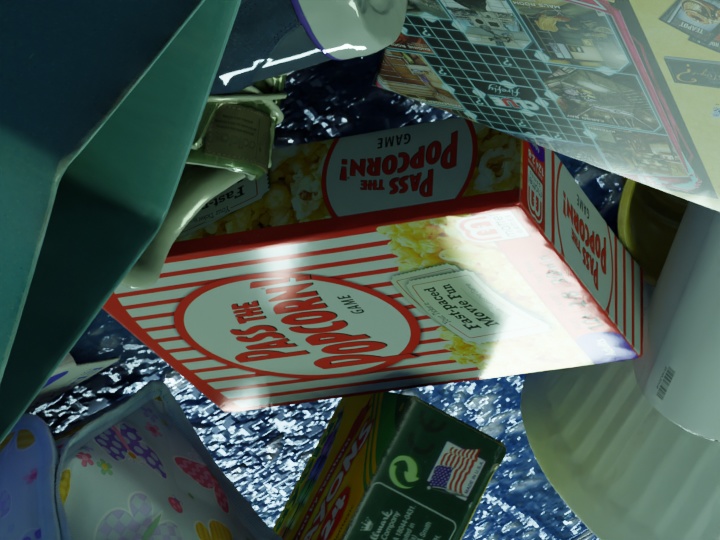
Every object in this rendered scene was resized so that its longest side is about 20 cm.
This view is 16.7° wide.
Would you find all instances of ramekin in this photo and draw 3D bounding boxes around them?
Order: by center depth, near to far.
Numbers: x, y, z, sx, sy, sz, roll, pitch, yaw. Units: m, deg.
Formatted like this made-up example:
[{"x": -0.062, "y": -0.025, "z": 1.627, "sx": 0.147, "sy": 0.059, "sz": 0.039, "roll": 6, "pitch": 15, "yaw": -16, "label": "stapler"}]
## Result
[{"x": 0.186, "y": 0.065, "z": 1.166, "sx": 0.200, "sy": 0.201, "sz": 0.098, "roll": 3, "pitch": 129, "yaw": -35, "label": "ramekin"}]

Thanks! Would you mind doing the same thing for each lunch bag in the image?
[{"x": -0.151, "y": 0.145, "z": 1.069, "sx": 0.170, "sy": 0.127, "sz": 0.200, "roll": -38, "pitch": 179, "yaw": 19, "label": "lunch bag"}]

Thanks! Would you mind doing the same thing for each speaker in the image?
[{"x": 0.171, "y": -0.020, "z": 0.992, "sx": 0.081, "sy": 0.081, "sz": 0.200, "roll": -10, "pitch": 143, "yaw": -21, "label": "speaker"}]

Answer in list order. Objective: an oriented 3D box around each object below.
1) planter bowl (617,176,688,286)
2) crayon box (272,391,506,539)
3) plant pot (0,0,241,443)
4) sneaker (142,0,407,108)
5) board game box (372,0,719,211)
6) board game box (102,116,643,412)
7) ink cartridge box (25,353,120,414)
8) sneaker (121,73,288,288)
[{"x": 0.186, "y": -0.082, "z": 1.063, "sx": 0.200, "sy": 0.084, "sz": 0.200, "roll": -17, "pitch": 145, "yaw": -13, "label": "planter bowl"}, {"x": -0.003, "y": 0.120, "z": 1.132, "sx": 0.051, "sy": 0.200, "sz": 0.127, "roll": 28, "pitch": 84, "yaw": -8, "label": "crayon box"}, {"x": -0.161, "y": -0.068, "z": 0.759, "sx": 0.200, "sy": 0.141, "sz": 0.141, "roll": 28, "pitch": 134, "yaw": 4, "label": "plant pot"}, {"x": -0.077, "y": -0.150, "z": 0.814, "sx": 0.146, "sy": 0.081, "sz": 0.200, "roll": -5, "pitch": 118, "yaw": 26, "label": "sneaker"}, {"x": 0.112, "y": -0.078, "z": 0.851, "sx": 0.200, "sy": 0.035, "sz": 0.136, "roll": 20, "pitch": 150, "yaw": 1, "label": "board game box"}, {"x": 0.000, "y": 0.000, "z": 1.020, "sx": 0.200, "sy": 0.046, "sz": 0.152, "roll": -9, "pitch": 151, "yaw": 23, "label": "board game box"}, {"x": -0.222, "y": 0.078, "z": 1.008, "sx": 0.198, "sy": 0.043, "sz": 0.200, "roll": -30, "pitch": 175, "yaw": 18, "label": "ink cartridge box"}, {"x": -0.048, "y": -0.074, "z": 0.920, "sx": 0.067, "sy": 0.090, "sz": 0.200, "roll": 16, "pitch": 128, "yaw": -43, "label": "sneaker"}]
